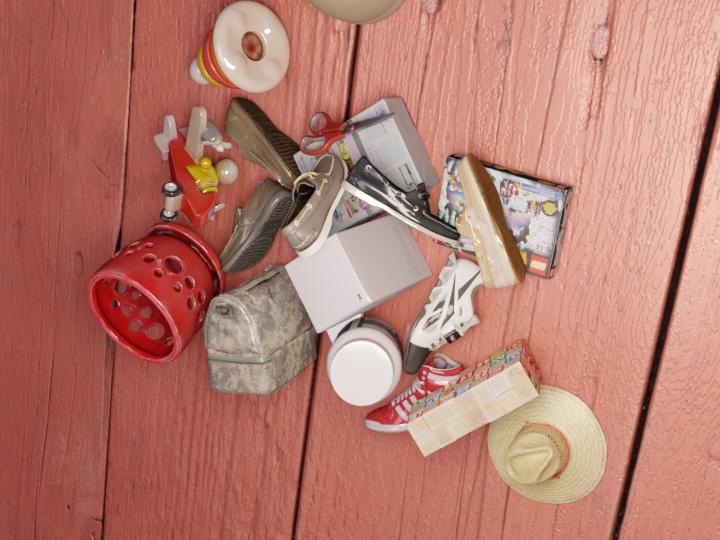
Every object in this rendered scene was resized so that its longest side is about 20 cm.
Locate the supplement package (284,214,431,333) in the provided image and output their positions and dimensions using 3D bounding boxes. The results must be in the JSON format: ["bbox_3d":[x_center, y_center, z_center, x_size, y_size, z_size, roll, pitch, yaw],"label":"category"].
[{"bbox_3d":[0.000,0.000,1.670,0.116,0.199,0.119,-29,86,33],"label":"supplement package"}]

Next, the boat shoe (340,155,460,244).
[{"bbox_3d":[0.070,-0.107,1.612,0.197,0.075,0.067,28,97,0],"label":"boat shoe"}]

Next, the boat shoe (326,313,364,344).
[{"bbox_3d":[-0.017,0.099,1.784,0.070,0.068,0.204,-16,94,5],"label":"boat shoe"}]

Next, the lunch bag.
[{"bbox_3d":[-0.167,0.094,1.804,0.137,0.199,0.171,5,108,28],"label":"lunch bag"}]

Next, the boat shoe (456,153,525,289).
[{"bbox_3d":[0.173,-0.066,1.572,0.068,0.073,0.203,-20,91,28],"label":"boat shoe"}]

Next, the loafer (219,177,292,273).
[{"bbox_3d":[-0.183,-0.077,1.853,0.070,0.075,0.201,51,118,25],"label":"loafer"}]

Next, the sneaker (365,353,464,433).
[{"bbox_3d":[0.088,0.196,1.738,0.197,0.071,0.115,-10,100,26],"label":"sneaker"}]

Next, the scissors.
[{"bbox_3d":[-0.022,-0.209,1.659,0.198,0.014,0.074,9,76,46],"label":"scissors"}]

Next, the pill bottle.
[{"bbox_3d":[0.007,0.139,1.651,0.114,0.200,0.119,0,96,4],"label":"pill bottle"}]

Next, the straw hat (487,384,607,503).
[{"bbox_3d":[0.265,0.280,1.637,0.198,0.085,0.205,8,106,31],"label":"straw hat"}]

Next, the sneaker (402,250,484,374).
[{"bbox_3d":[0.134,0.080,1.658,0.088,0.074,0.202,28,94,12],"label":"sneaker"}]

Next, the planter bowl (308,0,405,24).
[{"bbox_3d":[-0.029,-0.470,1.616,0.197,0.134,0.204,9,107,31],"label":"planter bowl"}]

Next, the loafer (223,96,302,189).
[{"bbox_3d":[-0.158,-0.203,1.802,0.201,0.075,0.068,52,124,23],"label":"loafer"}]

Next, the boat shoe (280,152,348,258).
[{"bbox_3d":[-0.070,-0.111,1.622,0.072,0.204,0.060,-26,125,38],"label":"boat shoe"}]

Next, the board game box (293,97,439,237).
[{"bbox_3d":[0.007,-0.161,1.710,0.198,0.064,0.150,-26,86,33],"label":"board game box"}]

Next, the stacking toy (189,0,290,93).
[{"bbox_3d":[-0.223,-0.354,1.792,0.198,0.145,0.149,-5,100,51],"label":"stacking toy"}]

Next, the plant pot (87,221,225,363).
[{"bbox_3d":[-0.343,0.030,1.882,0.198,0.183,0.203,23,139,21],"label":"plant pot"}]

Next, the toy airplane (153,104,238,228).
[{"bbox_3d":[-0.280,-0.176,1.858,0.200,0.138,0.203,-167,76,-74],"label":"toy airplane"}]

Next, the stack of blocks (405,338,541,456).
[{"bbox_3d":[0.171,0.189,1.622,0.198,0.115,0.059,-31,96,16],"label":"stack of blocks"}]

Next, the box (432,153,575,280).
[{"bbox_3d":[0.210,-0.082,1.613,0.197,0.040,0.139,19,112,27],"label":"box"}]
